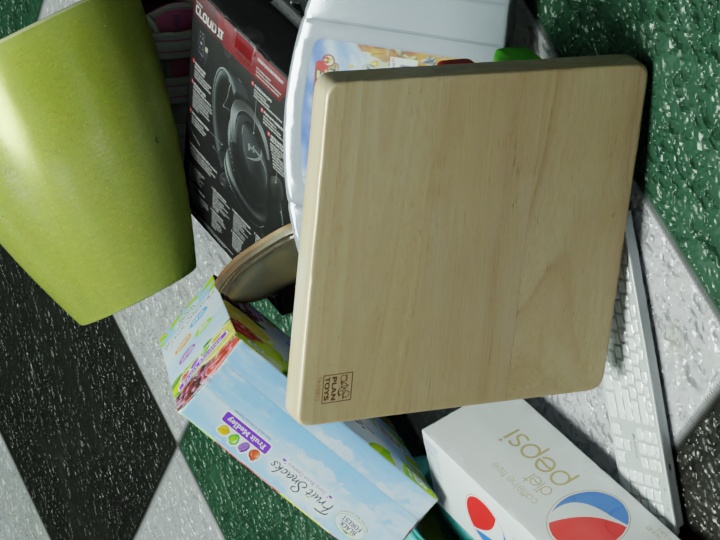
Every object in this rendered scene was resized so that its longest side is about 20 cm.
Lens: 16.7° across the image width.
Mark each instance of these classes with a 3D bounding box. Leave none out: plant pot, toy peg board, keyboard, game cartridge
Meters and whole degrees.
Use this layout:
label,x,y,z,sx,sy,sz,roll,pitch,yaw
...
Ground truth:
label,x,y,z,sx,sy,sz,roll,pitch,yaw
plant pot,-0.197,-0.072,1.709,0.187,0.186,0.201,-14,104,61
toy peg board,0.042,-0.032,1.387,0.098,0.198,0.202,42,132,55
keyboard,0.156,0.057,1.439,0.056,0.011,0.202,6,109,59
game cartridge,0.021,-0.091,1.475,0.042,0.132,0.202,-66,-18,-69

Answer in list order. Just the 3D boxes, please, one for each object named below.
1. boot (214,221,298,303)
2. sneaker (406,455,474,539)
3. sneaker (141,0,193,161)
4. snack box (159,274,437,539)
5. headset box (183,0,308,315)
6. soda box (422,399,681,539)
label,x,y,z,sx,sy,sz,roll,pitch,yaw
boot,0.000,0.000,1.560,0.199,0.075,0.097,-29,87,28
sneaker,0.059,0.218,1.633,0.080,0.077,0.201,-42,67,49
sneaker,-0.146,-0.154,1.791,0.088,0.081,0.201,-35,74,62
snack box,-0.045,0.096,1.602,0.168,0.068,0.200,40,-175,-13
headset box,-0.053,-0.097,1.661,0.149,0.077,0.201,45,139,42
soda box,0.121,0.154,1.481,0.200,0.068,0.064,42,153,44
